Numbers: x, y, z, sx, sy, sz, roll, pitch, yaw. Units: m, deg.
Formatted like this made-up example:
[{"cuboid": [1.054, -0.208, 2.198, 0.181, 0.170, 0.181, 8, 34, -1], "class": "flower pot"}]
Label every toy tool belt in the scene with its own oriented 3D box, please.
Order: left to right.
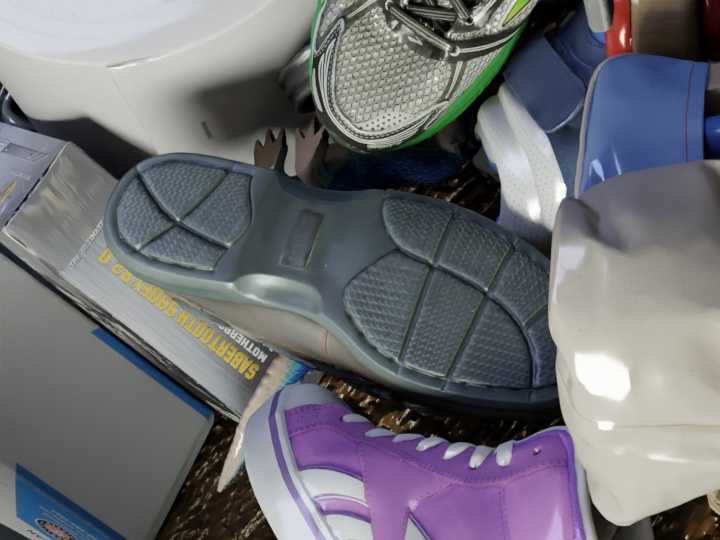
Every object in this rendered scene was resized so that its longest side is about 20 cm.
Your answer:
[{"cuboid": [0.129, -0.021, 0.577, 0.122, 0.125, 0.201, -1, 53, 16], "class": "toy tool belt"}]

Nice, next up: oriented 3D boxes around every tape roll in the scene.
[{"cuboid": [-0.082, -0.147, 0.853, 0.200, 0.139, 0.205, -4, 66, 10], "class": "tape roll"}]

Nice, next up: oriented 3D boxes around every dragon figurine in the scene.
[{"cuboid": [0.000, 0.000, 0.811, 0.059, 0.099, 0.202, -12, 64, 52], "class": "dragon figurine"}]

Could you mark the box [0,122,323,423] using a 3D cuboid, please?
[{"cuboid": [-0.117, -0.002, 0.899, 0.049, 0.158, 0.200, -54, 25, -8], "class": "box"}]

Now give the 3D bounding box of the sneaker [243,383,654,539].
[{"cuboid": [0.035, 0.079, 0.642, 0.114, 0.073, 0.201, -44, 36, 7], "class": "sneaker"}]

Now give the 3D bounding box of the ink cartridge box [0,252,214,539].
[{"cuboid": [-0.188, 0.073, 0.932, 0.199, 0.144, 0.085, -14, 43, 53], "class": "ink cartridge box"}]

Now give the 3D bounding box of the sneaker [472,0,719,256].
[{"cuboid": [0.097, -0.095, 0.747, 0.146, 0.080, 0.201, -28, 39, 34], "class": "sneaker"}]

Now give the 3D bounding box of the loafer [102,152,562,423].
[{"cuboid": [0.000, 0.009, 0.721, 0.198, 0.063, 0.072, 20, 67, 21], "class": "loafer"}]

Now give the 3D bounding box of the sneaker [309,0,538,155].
[{"cuboid": [0.044, -0.131, 0.711, 0.201, 0.078, 0.085, -56, 2, 11], "class": "sneaker"}]

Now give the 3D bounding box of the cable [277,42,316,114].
[{"cuboid": [0.061, -0.118, 0.792, 0.199, 0.051, 0.097, -36, -2, -25], "class": "cable"}]

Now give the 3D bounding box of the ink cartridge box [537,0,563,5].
[{"cuboid": [0.059, -0.190, 0.960, 0.117, 0.068, 0.199, -58, 25, -15], "class": "ink cartridge box"}]

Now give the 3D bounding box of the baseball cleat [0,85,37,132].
[{"cuboid": [-0.145, -0.080, 1.044, 0.070, 0.106, 0.200, -67, 16, -3], "class": "baseball cleat"}]
